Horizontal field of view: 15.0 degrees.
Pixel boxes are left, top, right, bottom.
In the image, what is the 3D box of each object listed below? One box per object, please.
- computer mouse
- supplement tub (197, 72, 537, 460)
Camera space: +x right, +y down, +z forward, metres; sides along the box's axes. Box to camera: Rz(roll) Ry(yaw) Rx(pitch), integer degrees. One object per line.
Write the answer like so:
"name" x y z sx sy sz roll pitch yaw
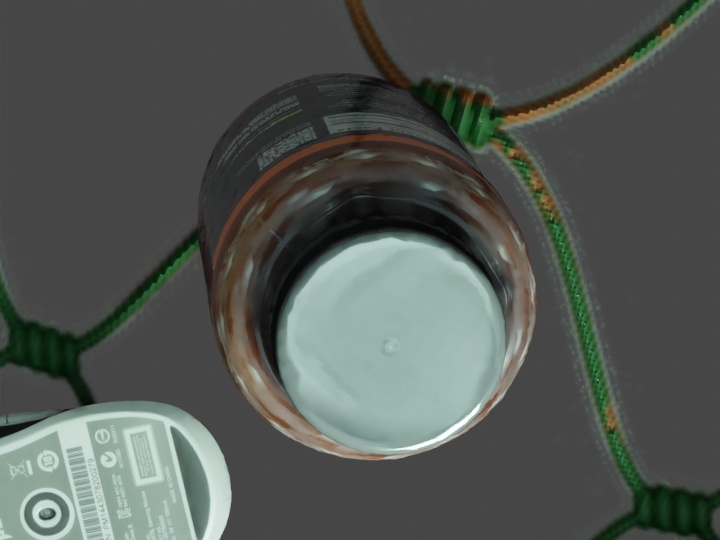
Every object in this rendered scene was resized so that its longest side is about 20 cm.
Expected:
"computer mouse" -0.144 0.093 1.004 0.200 0.044 0.110 -11 99 3
"supplement tub" 0.000 0.000 0.914 0.107 0.200 0.107 -1 104 -5
